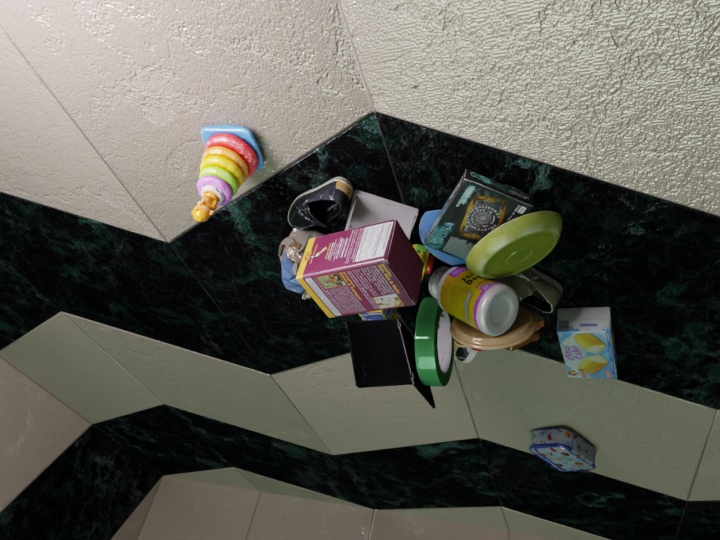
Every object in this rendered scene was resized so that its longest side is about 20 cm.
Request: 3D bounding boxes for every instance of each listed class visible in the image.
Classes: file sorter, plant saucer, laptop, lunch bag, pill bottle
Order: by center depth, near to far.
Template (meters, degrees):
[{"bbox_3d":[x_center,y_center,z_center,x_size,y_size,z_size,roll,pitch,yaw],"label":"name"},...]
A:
[{"bbox_3d":[0.295,-0.038,1.156,0.196,0.032,0.201,-17,154,-9],"label":"plant saucer"},{"bbox_3d":[0.227,0.054,1.273,0.104,0.105,0.199,44,172,-34],"label":"pill bottle"},{"bbox_3d":[0.024,-0.039,1.274,0.136,0.126,0.201,16,145,-1],"label":"file sorter"},{"bbox_3d":[0.071,0.220,1.438,0.114,0.190,0.201,-25,134,14],"label":"laptop"},{"bbox_3d":[0.622,0.558,1.887,0.199,0.077,0.159,38,142,-26],"label":"lunch bag"}]

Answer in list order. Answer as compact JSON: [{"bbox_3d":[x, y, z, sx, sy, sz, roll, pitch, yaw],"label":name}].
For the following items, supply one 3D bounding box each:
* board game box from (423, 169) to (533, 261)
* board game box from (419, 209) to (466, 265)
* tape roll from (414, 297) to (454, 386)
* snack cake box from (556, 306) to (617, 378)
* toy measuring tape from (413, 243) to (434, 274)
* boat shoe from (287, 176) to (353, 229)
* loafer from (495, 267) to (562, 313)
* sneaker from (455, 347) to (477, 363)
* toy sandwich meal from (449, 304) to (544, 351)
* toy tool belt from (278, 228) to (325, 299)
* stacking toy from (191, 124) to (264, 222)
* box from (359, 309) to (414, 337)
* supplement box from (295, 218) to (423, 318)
[{"bbox_3d":[0.214,-0.090,1.139,0.133,0.029,0.201,21,143,-5],"label":"board game box"},{"bbox_3d":[0.216,-0.082,1.209,0.196,0.040,0.159,-5,138,27],"label":"board game box"},{"bbox_3d":[0.174,0.164,1.421,0.047,0.204,0.202,-2,142,22],"label":"tape roll"},{"bbox_3d":[0.520,0.168,1.402,0.113,0.068,0.201,-4,140,25],"label":"snack cake box"},{"bbox_3d":[0.123,-0.012,1.343,0.072,0.075,0.200,14,168,3],"label":"toy measuring tape"},{"bbox_3d":[-0.090,-0.125,1.259,0.074,0.063,0.198,35,143,-27],"label":"boat shoe"},{"bbox_3d":[0.337,0.028,1.283,0.196,0.071,0.075,23,145,-8],"label":"loafer"},{"bbox_3d":[0.262,0.142,1.482,0.085,0.081,0.202,25,137,7],"label":"sneaker"},{"bbox_3d":[0.286,0.129,1.301,0.200,0.206,0.072,0,116,22],"label":"toy sandwich meal"},{"bbox_3d":[-0.136,0.003,1.396,0.122,0.125,0.202,14,145,3],"label":"toy tool belt"},{"bbox_3d":[-0.266,-0.167,1.150,0.113,0.203,0.111,4,144,15],"label":"stacking toy"},{"bbox_3d":[0.067,0.137,1.549,0.069,0.065,0.201,-5,139,27],"label":"box"},{"bbox_3d":[0.000,0.000,1.139,0.196,0.105,0.132,-10,135,30],"label":"supplement box"}]
